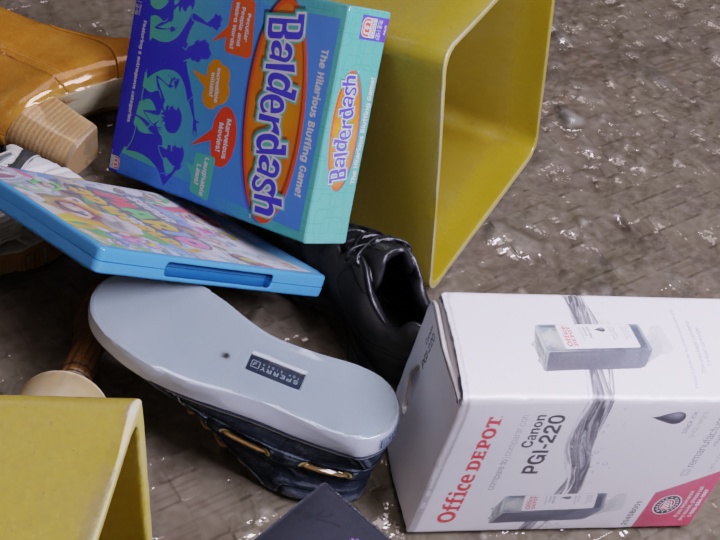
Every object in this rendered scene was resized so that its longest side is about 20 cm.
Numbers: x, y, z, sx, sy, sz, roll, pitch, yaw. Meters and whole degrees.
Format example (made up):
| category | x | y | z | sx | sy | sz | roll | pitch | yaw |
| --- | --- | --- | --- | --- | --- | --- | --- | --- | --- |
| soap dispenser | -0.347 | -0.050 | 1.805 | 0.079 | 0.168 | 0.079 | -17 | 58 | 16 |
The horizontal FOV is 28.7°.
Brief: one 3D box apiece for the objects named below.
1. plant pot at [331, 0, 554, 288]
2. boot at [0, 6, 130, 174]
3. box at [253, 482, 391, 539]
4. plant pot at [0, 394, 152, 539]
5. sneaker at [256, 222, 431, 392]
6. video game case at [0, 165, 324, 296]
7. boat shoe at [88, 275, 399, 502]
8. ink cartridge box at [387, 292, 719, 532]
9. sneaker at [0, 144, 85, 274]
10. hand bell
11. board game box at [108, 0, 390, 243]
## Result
| category | x | y | z | sx | sy | sz | roll | pitch | yaw |
| --- | --- | --- | --- | --- | --- | --- | --- | --- | --- |
| plant pot | 0.021 | -0.143 | 1.033 | 0.175 | 0.201 | 0.200 | 19 | 44 | 20 |
| boot | -0.217 | -0.165 | 1.054 | 0.143 | 0.071 | 0.201 | 33 | 53 | 11 |
| box | 0.005 | 0.232 | 0.726 | 0.200 | 0.107 | 0.122 | 39 | 48 | 21 |
| plant pot | -0.217 | 0.176 | 0.663 | 0.198 | 0.195 | 0.196 | 9 | 46 | 4 |
| sneaker | 0.000 | 0.000 | 0.952 | 0.076 | 0.091 | 0.200 | -24 | 57 | -31 |
| video game case | -0.134 | -0.025 | 0.892 | 0.143 | 0.018 | 0.199 | 29 | 12 | 36 |
| boat shoe | -0.078 | 0.078 | 0.855 | 0.199 | 0.091 | 0.071 | 25 | 48 | 5 |
| ink cartridge box | 0.128 | 0.089 | 0.867 | 0.198 | 0.146 | 0.085 | 3 | 48 | -13 |
| sneaker | -0.273 | -0.024 | 0.915 | 0.087 | 0.076 | 0.199 | 34 | 38 | 24 |
| hand bell | -0.174 | 0.061 | 0.863 | 0.103 | 0.105 | 0.201 | 12 | 34 | -5 |
| board game box | -0.081 | -0.117 | 0.947 | 0.199 | 0.154 | 0.045 | 20 | 13 | 37 |
